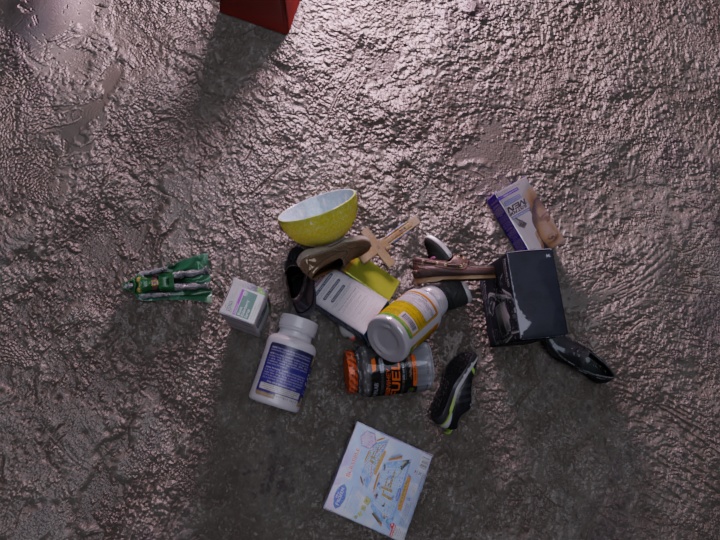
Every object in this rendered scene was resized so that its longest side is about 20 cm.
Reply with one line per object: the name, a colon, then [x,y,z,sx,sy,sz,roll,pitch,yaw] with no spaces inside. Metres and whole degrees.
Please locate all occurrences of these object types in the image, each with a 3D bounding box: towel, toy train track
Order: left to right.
towel: [0.000,0.000,1.311,0.199,0.018,0.086,34,43,2]
toy train track: [0.072,-0.075,1.356,0.199,0.033,0.115,-36,82,-22]

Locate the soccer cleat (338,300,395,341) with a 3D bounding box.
soccer cleat: [0.037,0.100,1.294,0.198,0.069,0.078,-24,77,-10]

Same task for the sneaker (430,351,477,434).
sneaker: [0.237,0.294,1.289,0.083,0.071,0.201,37,74,-23]

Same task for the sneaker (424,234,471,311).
sneaker: [0.191,0.013,1.331,0.098,0.071,0.202,-28,87,-18]

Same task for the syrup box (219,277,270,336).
syrup box: [-0.251,0.087,1.182,0.080,0.200,0.080,20,74,-3]

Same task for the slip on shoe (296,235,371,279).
slip on shoe: [-0.051,-0.028,1.236,0.198,0.076,0.061,-14,55,-37]

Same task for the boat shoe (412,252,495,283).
boat shoe: [0.222,-0.007,1.268,0.197,0.070,0.072,-2,85,3]

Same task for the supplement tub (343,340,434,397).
supplement tub: [0.063,0.226,1.238,0.197,0.123,0.124,-5,78,-9]

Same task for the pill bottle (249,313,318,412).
pill bottle: [-0.167,0.207,1.209,0.118,0.120,0.203,18,76,-4]

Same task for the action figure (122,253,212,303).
action figure: [-0.454,0.028,1.245,0.197,0.055,0.120,-7,81,-6]

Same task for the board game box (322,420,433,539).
board game box: [0.041,0.479,1.218,0.197,0.041,0.202,25,75,-3]

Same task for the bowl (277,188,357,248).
bowl: [-0.089,-0.108,1.278,0.198,0.200,0.109,-23,111,-13]

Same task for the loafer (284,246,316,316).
loafer: [-0.144,0.011,1.242,0.071,0.063,0.202,-25,48,13]

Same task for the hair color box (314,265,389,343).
hair color box: [-0.036,0.073,1.252,0.199,0.061,0.100,31,73,25]

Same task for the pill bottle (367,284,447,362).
pill bottle: [0.114,0.110,1.203,0.112,0.111,0.199,52,46,5]

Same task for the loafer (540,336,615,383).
loafer: [0.548,0.214,1.340,0.199,0.070,0.069,34,74,0]

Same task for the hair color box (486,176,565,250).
hair color box: [0.436,-0.132,1.407,0.108,0.065,0.202,-28,84,-14]

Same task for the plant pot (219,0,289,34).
plant pot: [-0.255,-0.787,1.396,0.197,0.176,0.203,17,75,-5]

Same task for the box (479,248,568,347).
box: [0.384,0.072,1.283,0.122,0.197,0.203,-4,77,-9]
